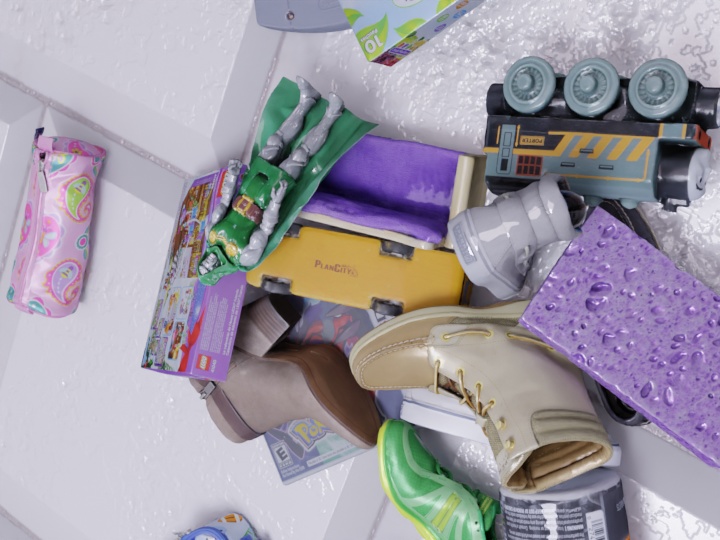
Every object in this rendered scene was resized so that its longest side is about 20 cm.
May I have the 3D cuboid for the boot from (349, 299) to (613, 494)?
[{"bbox_3d":[0.093,0.107,0.797,0.197,0.157,0.073,-7,136,-1],"label":"boot"}]

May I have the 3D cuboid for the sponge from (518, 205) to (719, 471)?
[{"bbox_3d":[0.235,0.053,0.771,0.199,0.030,0.112,36,83,5],"label":"sponge"}]

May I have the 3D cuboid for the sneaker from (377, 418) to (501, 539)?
[{"bbox_3d":[0.086,0.216,0.896,0.083,0.074,0.201,-34,90,24],"label":"sneaker"}]

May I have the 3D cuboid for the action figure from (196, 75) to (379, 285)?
[{"bbox_3d":[-0.084,-0.072,0.864,0.117,0.055,0.201,29,85,33],"label":"action figure"}]

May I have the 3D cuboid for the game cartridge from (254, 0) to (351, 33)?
[{"bbox_3d":[-0.016,-0.298,0.922,0.198,0.041,0.135,-6,88,29],"label":"game cartridge"}]

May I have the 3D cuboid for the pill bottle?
[{"bbox_3d":[0.181,0.275,0.828,0.105,0.106,0.203,-7,91,28],"label":"pill bottle"}]

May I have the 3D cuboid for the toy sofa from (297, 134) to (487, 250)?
[{"bbox_3d":[0.011,-0.081,0.892,0.198,0.097,0.084,15,102,27],"label":"toy sofa"}]

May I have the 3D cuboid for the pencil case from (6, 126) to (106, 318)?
[{"bbox_3d":[-0.342,-0.051,1.093,0.087,0.087,0.203,20,105,25],"label":"pencil case"}]

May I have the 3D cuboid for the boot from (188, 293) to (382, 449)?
[{"bbox_3d":[-0.082,0.125,0.960,0.146,0.070,0.201,-46,73,30],"label":"boot"}]

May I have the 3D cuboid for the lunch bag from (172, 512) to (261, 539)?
[{"bbox_3d":[-0.146,0.364,1.033,0.160,0.075,0.201,-36,79,24],"label":"lunch bag"}]

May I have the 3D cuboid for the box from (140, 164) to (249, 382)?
[{"bbox_3d":[-0.153,0.004,0.954,0.136,0.039,0.203,-4,72,59],"label":"box"}]

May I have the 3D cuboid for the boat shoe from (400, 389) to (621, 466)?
[{"bbox_3d":[0.132,0.123,0.859,0.198,0.074,0.066,12,85,16],"label":"boat shoe"}]

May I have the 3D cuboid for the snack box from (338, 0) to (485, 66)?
[{"bbox_3d":[0.028,-0.303,0.848,0.141,0.053,0.202,-29,82,28],"label":"snack box"}]

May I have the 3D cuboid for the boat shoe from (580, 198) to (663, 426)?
[{"bbox_3d":[0.215,0.030,0.811,0.072,0.062,0.203,-9,89,31],"label":"boat shoe"}]

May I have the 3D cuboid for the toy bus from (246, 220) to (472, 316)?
[{"bbox_3d":[0.000,0.000,0.893,0.197,0.078,0.066,11,93,16],"label":"toy bus"}]

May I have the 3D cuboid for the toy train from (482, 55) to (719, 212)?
[{"bbox_3d":[0.191,-0.109,0.793,0.198,0.085,0.116,8,91,30],"label":"toy train"}]

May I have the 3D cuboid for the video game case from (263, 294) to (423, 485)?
[{"bbox_3d":[-0.033,0.097,0.975,0.199,0.023,0.184,-28,81,28],"label":"video game case"}]

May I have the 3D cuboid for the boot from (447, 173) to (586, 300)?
[{"bbox_3d":[0.137,-0.027,0.780,0.095,0.200,0.074,-24,84,15],"label":"boot"}]
